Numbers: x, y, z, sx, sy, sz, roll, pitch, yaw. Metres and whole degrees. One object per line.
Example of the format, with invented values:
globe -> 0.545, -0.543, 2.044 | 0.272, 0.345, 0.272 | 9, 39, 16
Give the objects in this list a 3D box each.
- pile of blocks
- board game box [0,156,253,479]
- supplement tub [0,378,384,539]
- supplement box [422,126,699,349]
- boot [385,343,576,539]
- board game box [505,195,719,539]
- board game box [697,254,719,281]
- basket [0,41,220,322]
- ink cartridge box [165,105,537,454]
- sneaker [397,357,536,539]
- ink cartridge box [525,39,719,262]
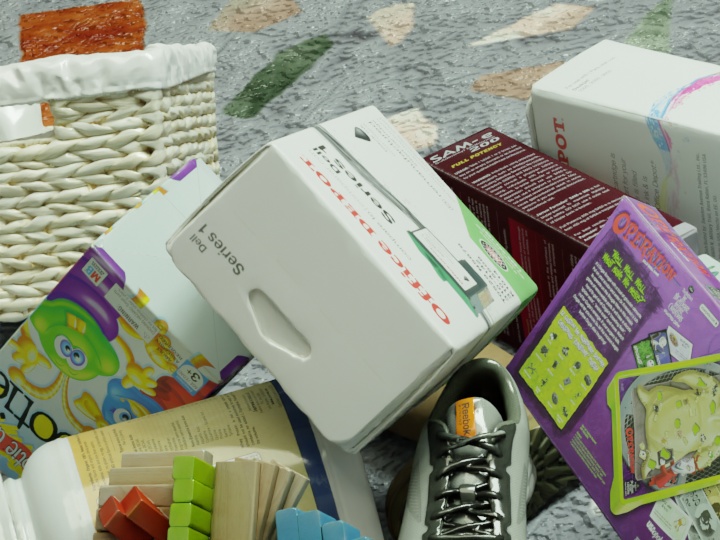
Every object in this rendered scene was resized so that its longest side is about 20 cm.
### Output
pile of blocks -> -0.048, 0.131, 1.317 | 0.199, 0.062, 0.082 | 23, 84, 26
board game box -> -0.130, 0.046, 1.569 | 0.103, 0.105, 0.200 | -43, -1, -43
supplement tub -> -0.095, 0.145, 1.452 | 0.199, 0.145, 0.145 | -15, 30, -8
supplement box -> 0.121, -0.001, 1.670 | 0.061, 0.109, 0.200 | -26, 34, -26
boot -> 0.028, 0.087, 1.602 | 0.175, 0.066, 0.200 | -21, 29, -35
board game box -> 0.151, 0.065, 1.386 | 0.032, 0.120, 0.200 | 16, 26, -34
board game box -> 0.214, 0.101, 1.424 | 0.064, 0.148, 0.200 | -21, 31, -23
basket -> -0.192, -0.055, 1.752 | 0.197, 0.162, 0.200 | -6, 4, 8
ink cartridge box -> 0.000, 0.000, 1.460 | 0.084, 0.146, 0.200 | -43, -4, 17
sneaker -> 0.050, 0.116, 1.390 | 0.073, 0.080, 0.200 | 1, 29, 5
ink cartridge box -> 0.208, -0.045, 1.680 | 0.199, 0.145, 0.085 | 17, 39, 39
